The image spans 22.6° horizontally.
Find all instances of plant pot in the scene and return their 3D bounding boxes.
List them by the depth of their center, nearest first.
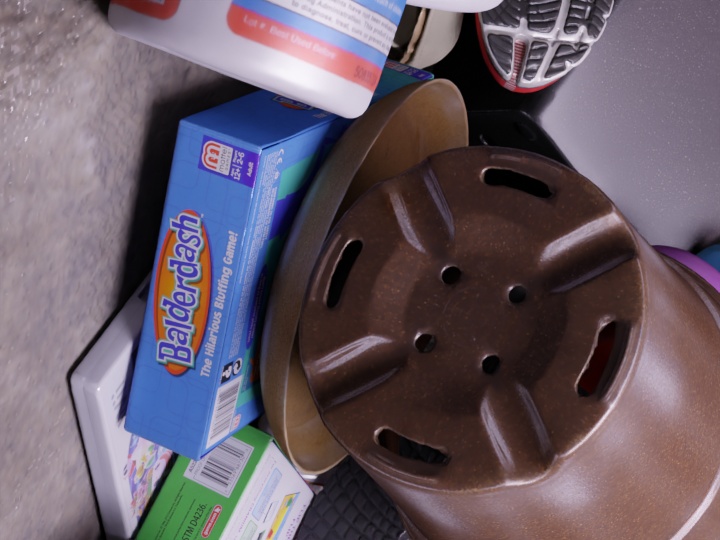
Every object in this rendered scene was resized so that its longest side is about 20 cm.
[{"bbox_3d":[0.076,0.047,0.819,0.201,0.200,0.198,-66,154,-11],"label":"plant pot"},{"bbox_3d":[0.000,0.000,0.872,0.200,0.027,0.201,-55,157,-37],"label":"plant pot"},{"bbox_3d":[0.155,-0.107,1.080,0.177,0.200,0.200,-47,112,-15],"label":"plant pot"}]

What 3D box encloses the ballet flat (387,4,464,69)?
[{"bbox_3d":[0.030,-0.183,0.917,0.070,0.069,0.201,-51,155,-43],"label":"ballet flat"}]

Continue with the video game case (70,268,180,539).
[{"bbox_3d":[-0.075,0.028,0.902,0.200,0.018,0.144,-56,158,-35],"label":"video game case"}]

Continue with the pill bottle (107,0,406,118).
[{"bbox_3d":[-0.017,-0.171,0.708,0.201,0.112,0.112,-69,162,4],"label":"pill bottle"}]

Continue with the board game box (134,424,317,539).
[{"bbox_3d":[-0.081,0.170,0.966,0.154,0.040,0.200,-63,166,-14],"label":"board game box"}]

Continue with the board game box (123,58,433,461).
[{"bbox_3d":[-0.035,-0.014,0.871,0.200,0.045,0.153,-31,137,-62],"label":"board game box"}]

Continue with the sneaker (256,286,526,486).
[{"bbox_3d":[0.028,0.056,1.055,0.199,0.076,0.092,-17,130,-27],"label":"sneaker"}]

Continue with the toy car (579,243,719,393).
[{"bbox_3d":[0.176,0.062,0.973,0.200,0.175,0.150,-39,103,-35],"label":"toy car"}]

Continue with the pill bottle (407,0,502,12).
[{"bbox_3d":[0.037,-0.225,0.806,0.111,0.110,0.201,-26,134,-64],"label":"pill bottle"}]

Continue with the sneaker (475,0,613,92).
[{"bbox_3d":[0.092,-0.176,0.997,0.085,0.077,0.201,115,-19,-60],"label":"sneaker"}]

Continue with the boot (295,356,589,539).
[{"bbox_3d":[0.059,0.130,1.028,0.200,0.070,0.132,-50,134,1],"label":"boot"}]
